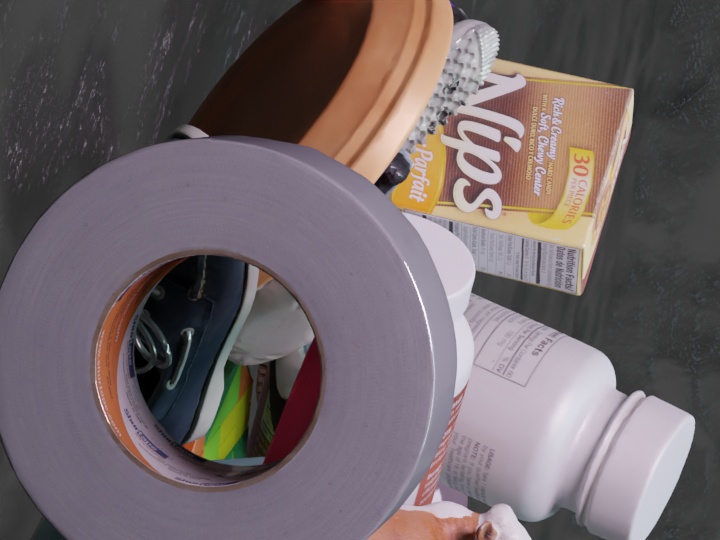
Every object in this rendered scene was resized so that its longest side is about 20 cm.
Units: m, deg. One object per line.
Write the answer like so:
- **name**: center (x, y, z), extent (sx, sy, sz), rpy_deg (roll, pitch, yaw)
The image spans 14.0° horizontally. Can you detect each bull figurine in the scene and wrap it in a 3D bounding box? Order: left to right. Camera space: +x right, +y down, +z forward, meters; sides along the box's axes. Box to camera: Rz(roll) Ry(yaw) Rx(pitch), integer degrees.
- **bull figurine**: center (0.001, 0.173, 1.601), extent (0.065, 0.200, 0.122), rpy_deg (-173, -84, -72)

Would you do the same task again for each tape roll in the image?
- **tape roll**: center (-0.060, 0.041, 1.293), extent (0.066, 0.200, 0.200), rpy_deg (-18, 120, -78)

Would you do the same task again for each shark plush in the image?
- **shark plush**: center (-0.043, -0.012, 1.455), extent (0.200, 0.091, 0.083), rpy_deg (124, -23, -56)

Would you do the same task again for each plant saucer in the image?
- **plant saucer**: center (-0.036, -0.072, 1.450), extent (0.200, 0.037, 0.200), rpy_deg (-41, -157, 22)

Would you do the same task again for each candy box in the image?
- **candy box**: center (0.046, -0.067, 1.675), extent (0.055, 0.200, 0.115), rpy_deg (85, 21, -58)

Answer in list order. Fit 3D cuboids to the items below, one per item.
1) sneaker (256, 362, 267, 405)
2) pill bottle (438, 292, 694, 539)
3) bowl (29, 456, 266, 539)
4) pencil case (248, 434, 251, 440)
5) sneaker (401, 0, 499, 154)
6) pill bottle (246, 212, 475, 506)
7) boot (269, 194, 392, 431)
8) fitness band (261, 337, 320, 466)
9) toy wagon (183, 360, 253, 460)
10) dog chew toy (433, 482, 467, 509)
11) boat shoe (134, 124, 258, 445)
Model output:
- **sneaker**: center (-0.005, 0.003, 1.830), extent (0.108, 0.070, 0.200), rpy_deg (0, 110, -73)
- **pill bottle**: center (0.094, 0.087, 1.776), extent (0.114, 0.200, 0.114), rpy_deg (-55, 160, -31)
- **bowl**: center (-0.109, 0.177, 1.441), extent (0.201, 0.105, 0.201), rpy_deg (13, 90, -78)
- **pencil case**: center (-0.062, 0.195, 1.758), extent (0.085, 0.084, 0.200), rpy_deg (-16, -130, 58)
- **sneaker**: center (-0.026, -0.090, 1.621), extent (0.200, 0.100, 0.070), rpy_deg (-40, 153, -17)
- **pill bottle**: center (0.001, 0.070, 1.648), extent (0.112, 0.112, 0.200), rpy_deg (-60, 168, -55)
- **boot**: center (0.000, 0.000, 1.526), extent (0.075, 0.074, 0.200), rpy_deg (-9, 113, -35)
- **fitness band**: center (-0.014, 0.087, 1.399), extent (0.144, 0.037, 0.200), rpy_deg (-14, 124, -79)
- **toy wagon**: center (-0.095, 0.098, 1.585), extent (0.155, 0.040, 0.200), rpy_deg (-55, 156, -62)
- **dog chew toy**: center (-0.009, 0.194, 1.925), extent (0.125, 0.124, 0.200), rpy_deg (4, 107, -78)
- **boat shoe**: center (-0.100, 0.017, 1.391), extent (0.062, 0.075, 0.200), rpy_deg (-27, 151, -34)
